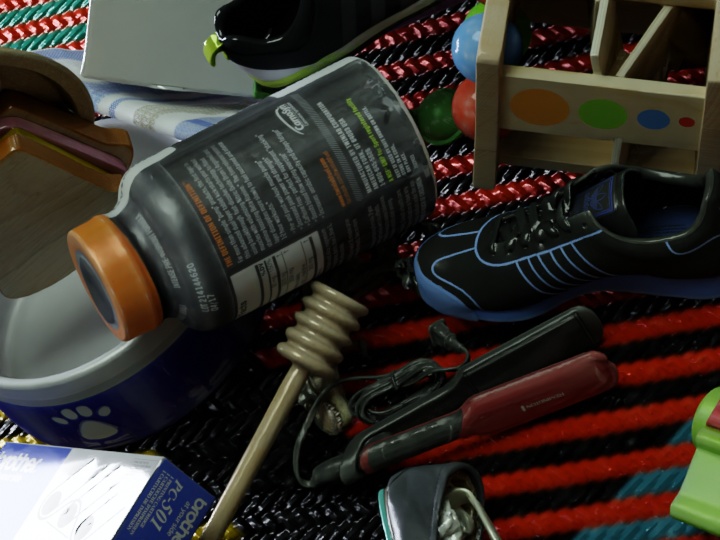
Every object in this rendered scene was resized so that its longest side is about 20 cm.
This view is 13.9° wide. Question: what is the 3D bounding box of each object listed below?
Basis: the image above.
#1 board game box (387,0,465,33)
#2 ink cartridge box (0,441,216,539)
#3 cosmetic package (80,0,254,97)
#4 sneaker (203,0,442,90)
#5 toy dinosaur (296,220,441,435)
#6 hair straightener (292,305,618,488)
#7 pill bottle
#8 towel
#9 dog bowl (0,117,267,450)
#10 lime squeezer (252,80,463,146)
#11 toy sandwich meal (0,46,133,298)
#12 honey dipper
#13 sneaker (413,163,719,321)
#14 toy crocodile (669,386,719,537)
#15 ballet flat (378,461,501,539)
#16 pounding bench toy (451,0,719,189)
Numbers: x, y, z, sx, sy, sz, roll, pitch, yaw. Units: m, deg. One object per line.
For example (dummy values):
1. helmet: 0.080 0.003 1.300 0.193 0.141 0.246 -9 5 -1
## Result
1. board game box: 0.031 -0.211 1.745 0.200 0.120 0.032 -23 23 9
2. ink cartridge box: -0.168 0.151 1.680 0.200 0.044 0.094 0 53 58
3. cosmetic package: -0.105 -0.213 1.800 0.113 0.200 0.081 8 17 -4
4. sneaker: -0.004 -0.174 1.688 0.200 0.083 0.072 -42 59 14
5. toy dinosaur: 0.000 0.000 1.744 0.088 0.047 0.200 -21 44 26
6. hair straightener: 0.048 0.069 1.669 0.200 0.041 0.077 -27 45 17
7. pill bottle: -0.065 -0.034 1.682 0.200 0.106 0.106 -27 43 -15
8. towel: -0.107 -0.110 1.843 0.200 0.147 0.024 20 109 38
9. dog bowl: -0.157 0.008 1.809 0.200 0.079 0.200 -17 48 20
10. lime squeezer: 0.033 -0.102 1.789 0.200 0.071 0.038 0 55 -5
11. toy sandwich meal: -0.231 -0.049 1.709 0.205 0.205 0.070 -30 59 8
12. honey dipper: -0.057 0.102 1.677 0.038 0.038 0.200 25 87 42
13. sneaker: 0.119 -0.022 1.648 0.200 0.078 0.070 -6 51 18
14. toy crocodile: 0.227 0.053 1.547 0.067 0.062 0.200 25 72 42
15. ballet flat: 0.051 0.180 1.553 0.073 0.073 0.200 -21 45 16
16. pounding bench toy: 0.137 -0.154 1.684 0.156 0.124 0.200 7 56 6
